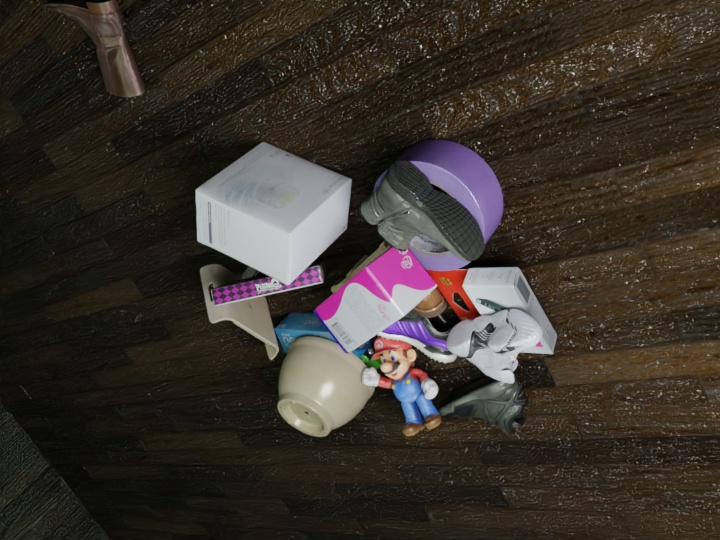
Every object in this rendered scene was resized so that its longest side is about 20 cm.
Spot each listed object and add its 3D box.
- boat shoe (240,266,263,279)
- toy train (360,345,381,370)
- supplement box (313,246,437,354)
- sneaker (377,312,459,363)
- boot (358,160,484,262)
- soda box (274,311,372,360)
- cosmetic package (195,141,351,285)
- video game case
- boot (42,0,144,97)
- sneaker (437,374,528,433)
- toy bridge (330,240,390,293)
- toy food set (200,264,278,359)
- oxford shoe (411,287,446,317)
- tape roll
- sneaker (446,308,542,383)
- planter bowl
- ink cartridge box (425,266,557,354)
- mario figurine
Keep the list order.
[{"bbox_3d":[-0.177,-0.014,1.538,0.071,0.072,0.200,39,148,-8],"label":"boat shoe"},{"bbox_3d":[-0.013,0.220,1.615,0.056,0.042,0.200,35,138,-7],"label":"toy train"},{"bbox_3d":[0.022,0.049,1.290,0.101,0.103,0.200,52,144,1],"label":"supplement box"},{"bbox_3d":[0.100,0.088,1.415,0.200,0.070,0.100,22,126,15],"label":"sneaker"},{"bbox_3d":[0.094,-0.069,1.180,0.200,0.068,0.131,46,142,8],"label":"boot"},{"bbox_3d":[-0.078,0.135,1.576,0.200,0.064,0.068,2,123,36],"label":"soda box"},{"bbox_3d":[-0.151,-0.107,1.341,0.200,0.199,0.123,25,134,17],"label":"cosmetic package"},{"bbox_3d":[-0.163,0.022,1.412,0.199,0.181,0.036,-12,93,2],"label":"video game case"},{"bbox_3d":[-0.512,-0.428,1.461,0.186,0.064,0.200,16,135,29],"label":"boot"},{"bbox_3d":[0.237,0.267,1.441,0.199,0.076,0.114,-31,95,40],"label":"sneaker"},{"bbox_3d":[0.000,0.000,1.412,0.027,0.067,0.200,46,137,-3],"label":"toy bridge"},{"bbox_3d":[-0.251,0.089,1.560,0.060,0.144,0.200,-32,140,15],"label":"toy food set"},{"bbox_3d":[0.069,0.026,1.365,0.200,0.071,0.071,11,135,46],"label":"oxford shoe"},{"bbox_3d":[0.124,-0.104,1.228,0.200,0.085,0.200,20,133,23],"label":"tape roll"},{"bbox_3d":[0.242,0.126,1.239,0.115,0.075,0.200,36,153,-24],"label":"sneaker"},{"bbox_3d":[-0.087,0.251,1.541,0.200,0.135,0.201,19,141,16],"label":"planter bowl"},{"bbox_3d":[0.218,0.069,1.278,0.173,0.044,0.200,-2,142,36],"label":"ink cartridge box"},{"bbox_3d":[0.075,0.221,1.460,0.106,0.123,0.200,115,130,-83],"label":"mario figurine"}]
